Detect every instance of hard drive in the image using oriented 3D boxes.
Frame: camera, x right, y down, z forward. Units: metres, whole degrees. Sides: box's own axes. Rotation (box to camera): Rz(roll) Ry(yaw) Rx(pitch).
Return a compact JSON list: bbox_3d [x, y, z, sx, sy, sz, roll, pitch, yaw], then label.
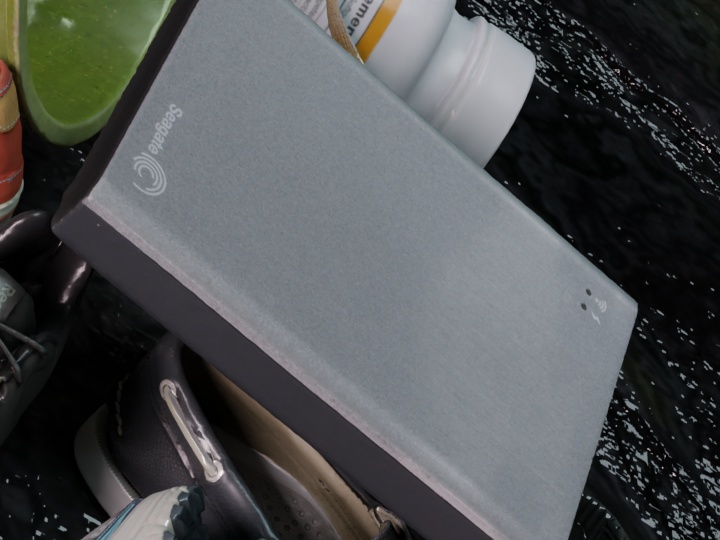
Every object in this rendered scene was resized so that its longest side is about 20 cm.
[{"bbox_3d":[0.000,0.000,0.929,0.200,0.033,0.140,40,42,-15],"label":"hard drive"}]

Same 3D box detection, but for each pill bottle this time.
[{"bbox_3d":[-0.031,-0.110,1.132,0.200,0.111,0.111,33,31,-13],"label":"pill bottle"}]

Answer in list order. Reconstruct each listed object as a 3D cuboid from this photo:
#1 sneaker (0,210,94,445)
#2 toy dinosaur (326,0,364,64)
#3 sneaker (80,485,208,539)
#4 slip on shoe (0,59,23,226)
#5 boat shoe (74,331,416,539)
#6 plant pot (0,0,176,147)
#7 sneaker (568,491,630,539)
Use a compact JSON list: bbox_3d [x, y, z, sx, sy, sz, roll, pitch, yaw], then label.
[{"bbox_3d":[-0.139,0.041,0.832,0.076,0.091,0.200,39,31,-10],"label":"sneaker"},{"bbox_3d":[0.016,-0.006,1.056,0.058,0.101,0.200,13,43,-45],"label":"toy dinosaur"},{"bbox_3d":[-0.097,0.109,0.806,0.086,0.078,0.200,3,10,9],"label":"sneaker"},{"bbox_3d":[-0.204,-0.062,0.890,0.199,0.061,0.074,13,29,-7],"label":"slip on shoe"},{"bbox_3d":[-0.010,0.104,0.926,0.200,0.060,0.076,42,30,2],"label":"boat shoe"},{"bbox_3d":[-0.163,-0.167,0.979,0.189,0.201,0.200,18,28,12],"label":"plant pot"},{"bbox_3d":[0.122,0.153,1.010,0.199,0.060,0.104,29,-19,37],"label":"sneaker"}]
